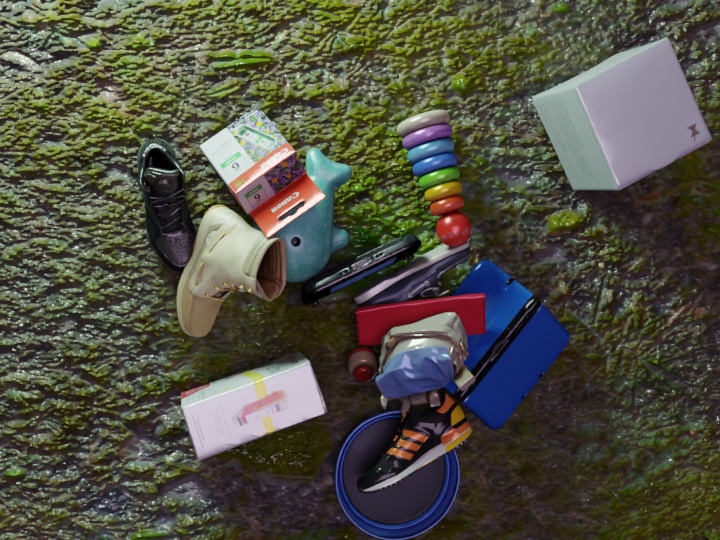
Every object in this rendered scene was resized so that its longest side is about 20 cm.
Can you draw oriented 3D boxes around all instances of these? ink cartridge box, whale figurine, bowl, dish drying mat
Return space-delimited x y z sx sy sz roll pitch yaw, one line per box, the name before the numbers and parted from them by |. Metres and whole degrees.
ink cartridge box | -0.143 -0.145 1.664 0.108 0.200 0.051 -35 138 -5
whale figurine | -0.084 -0.079 1.717 0.158 0.104 0.202 29 91 -9
ink cartridge box | -0.160 0.195 1.704 0.197 0.145 0.085 -19 95 -8
bowl | 0.055 0.317 1.800 0.197 0.039 0.204 -1 94 -10
dish drying mat | 0.092 0.074 1.745 0.197 0.018 0.078 -7 125 -1

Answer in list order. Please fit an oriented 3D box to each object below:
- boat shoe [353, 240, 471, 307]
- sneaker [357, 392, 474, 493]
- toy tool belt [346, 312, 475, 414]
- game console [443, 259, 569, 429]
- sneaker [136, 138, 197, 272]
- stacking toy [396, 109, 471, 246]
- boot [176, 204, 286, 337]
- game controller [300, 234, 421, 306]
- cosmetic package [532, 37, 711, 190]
boat shoe | 0.087 0.020 1.767 0.198 0.075 0.062 -29 96 -5
sneaker | 0.071 0.261 1.752 0.198 0.070 0.091 -29 83 -7
toy tool belt | 0.072 0.150 1.711 0.197 0.124 0.125 -20 136 16
game console | 0.204 0.118 1.821 0.170 0.118 0.201 39 87 22
sneaker | -0.284 -0.092 1.681 0.075 0.114 0.203 -10 97 -6
stacking toy | 0.119 -0.135 1.740 0.084 0.085 0.203 -15 86 -8
boot | -0.186 0.023 1.676 0.072 0.154 0.203 7 105 -50
game controller | 0.000 0.000 1.737 0.198 0.104 0.043 -26 93 -6
cosmetic package | 0.389 -0.229 1.736 0.166 0.200 0.168 -27 97 -7
